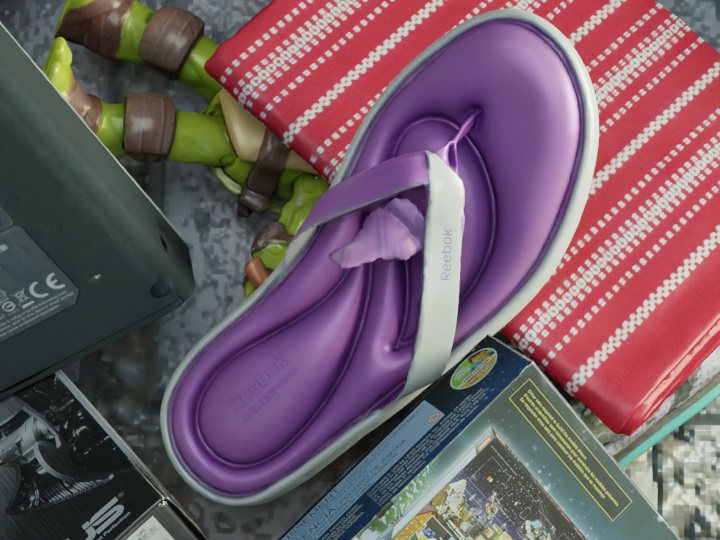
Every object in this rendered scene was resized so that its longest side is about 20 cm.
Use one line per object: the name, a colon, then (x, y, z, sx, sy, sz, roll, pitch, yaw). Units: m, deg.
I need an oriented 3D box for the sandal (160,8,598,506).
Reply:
sandal: (0.006, 0.005, 0.894, 0.082, 0.050, 0.203, 41, 108, 9)

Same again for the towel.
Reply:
towel: (0.063, -0.048, 0.953, 0.200, 0.023, 0.145, 41, 62, 12)

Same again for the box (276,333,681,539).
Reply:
box: (0.058, 0.140, 0.904, 0.137, 0.038, 0.200, -44, 114, -7)

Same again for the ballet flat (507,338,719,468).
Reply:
ballet flat: (0.053, 0.069, 0.956, 0.200, 0.072, 0.072, -43, 80, -13)

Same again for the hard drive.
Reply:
hard drive: (-0.162, -0.028, 0.873, 0.139, 0.200, 0.033, -26, 44, 13)

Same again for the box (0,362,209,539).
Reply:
box: (-0.157, 0.121, 0.918, 0.200, 0.048, 0.158, -41, 36, -5)

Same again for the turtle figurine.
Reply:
turtle figurine: (-0.034, -0.062, 0.989, 0.161, 0.064, 0.201, 21, 68, -9)
